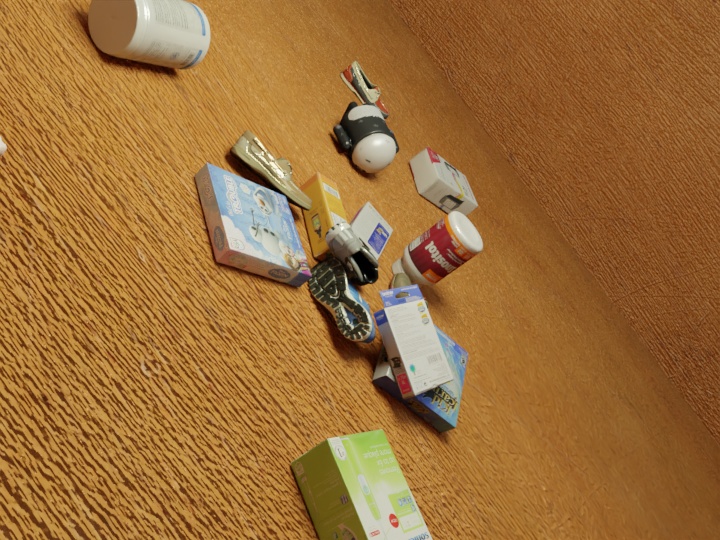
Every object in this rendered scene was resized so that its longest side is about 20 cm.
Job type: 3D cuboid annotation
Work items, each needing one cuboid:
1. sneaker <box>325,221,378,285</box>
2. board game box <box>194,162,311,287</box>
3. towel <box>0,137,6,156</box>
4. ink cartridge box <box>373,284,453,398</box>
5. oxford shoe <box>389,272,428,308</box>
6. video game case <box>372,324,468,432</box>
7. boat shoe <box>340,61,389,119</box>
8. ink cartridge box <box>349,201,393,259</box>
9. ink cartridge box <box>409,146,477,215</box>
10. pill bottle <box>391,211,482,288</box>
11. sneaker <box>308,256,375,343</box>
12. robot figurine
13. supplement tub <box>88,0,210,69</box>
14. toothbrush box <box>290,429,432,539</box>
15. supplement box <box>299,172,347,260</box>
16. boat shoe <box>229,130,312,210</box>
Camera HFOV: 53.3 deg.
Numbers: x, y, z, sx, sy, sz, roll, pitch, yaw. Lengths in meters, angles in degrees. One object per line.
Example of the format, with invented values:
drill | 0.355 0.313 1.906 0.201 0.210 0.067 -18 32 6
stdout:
sneaker | 0.000 0.000 1.404 0.116 0.075 0.200 48 -5 35
board game box | -0.193 -0.080 1.304 0.199 0.043 0.201 19 41 -47
towel | -0.571 -0.222 0.893 0.191 0.032 0.200 57 28 10
ink cartridge box | 0.096 0.131 1.360 0.119 0.042 0.201 -10 78 -45
oxford shoe | 0.117 0.074 1.571 0.070 0.075 0.201 30 34 -37
video game case | 0.125 0.190 1.422 0.200 0.045 0.182 39 47 -24
boat shoe | 0.026 -0.550 2.207 0.200 0.062 0.071 47 25 -14
ink cartridge box | 0.017 -0.084 1.652 0.095 0.037 0.200 48 24 -10
ink cartridge box | 0.252 -0.263 2.190 0.200 0.086 0.148 26 36 -39
pill bottle | 0.174 -0.037 1.657 0.113 0.200 0.113 38 30 -27
sneaker | -0.033 0.062 1.368 0.200 0.078 0.089 60 4 29
robot figurine | 0.016 -0.349 1.880 0.125 0.150 0.201 65 2 -60
supplement tub | -0.392 -0.457 1.353 0.132 0.132 0.200 58 26 11
toothbrush box | 0.005 0.347 1.050 0.145 0.086 0.201 9 51 -53
supplement box | -0.073 -0.108 1.505 0.069 0.066 0.201 30 34 -42
boat shoe | -0.166 -0.198 1.438 0.200 0.065 0.071 40 -9 -20
